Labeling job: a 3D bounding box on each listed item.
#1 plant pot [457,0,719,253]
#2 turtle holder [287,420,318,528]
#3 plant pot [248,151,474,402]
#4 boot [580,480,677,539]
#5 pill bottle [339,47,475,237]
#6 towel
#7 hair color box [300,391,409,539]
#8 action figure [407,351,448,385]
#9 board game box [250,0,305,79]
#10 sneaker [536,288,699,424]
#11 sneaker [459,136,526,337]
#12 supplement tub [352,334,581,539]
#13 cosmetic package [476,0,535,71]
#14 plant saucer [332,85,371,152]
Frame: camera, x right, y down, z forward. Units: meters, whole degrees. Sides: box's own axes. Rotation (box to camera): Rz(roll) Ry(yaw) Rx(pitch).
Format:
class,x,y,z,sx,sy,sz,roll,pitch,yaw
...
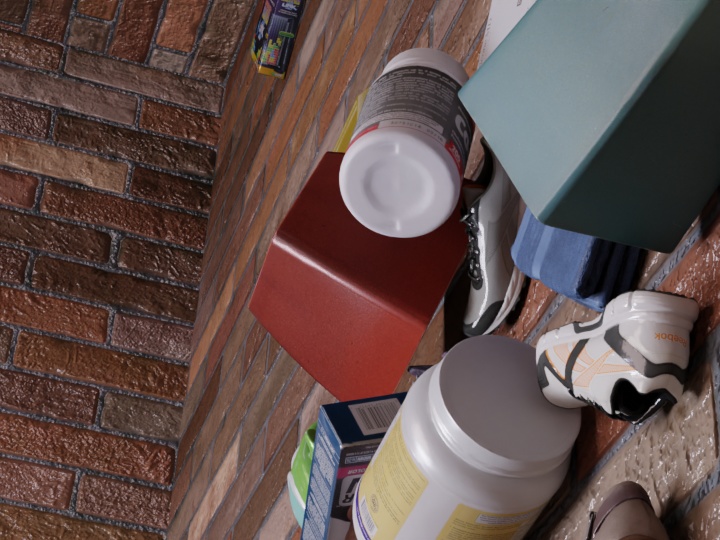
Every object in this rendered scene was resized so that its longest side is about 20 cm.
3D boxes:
class,x,y,z,sx,sy,sz,roll,pitch,yaw
plant pot,0.199,-0.140,1.183,0.200,0.141,0.142,-53,46,28
turtle holder,0.007,0.241,1.756,0.141,0.185,0.132,-43,-16,-46
plant pot,0.000,0.000,1.725,0.201,0.175,0.200,-61,-3,-38
boot,0.166,0.251,1.182,0.147,0.070,0.201,-84,14,-53
pill bottle,0.051,-0.129,1.637,0.200,0.113,0.114,-73,4,-55
towel,0.182,-0.034,1.409,0.200,0.048,0.112,-136,63,-77
hair color box,0.005,0.210,1.572,0.061,0.099,0.201,-121,31,-47
action figure,0.081,0.181,1.598,0.130,0.069,0.201,135,143,-59
board game box,-0.164,-0.479,3.339,0.200,0.056,0.167,-115,39,-70
sneaker,0.180,0.077,1.256,0.200,0.073,0.081,132,146,-66
sneaker,0.123,-0.035,1.603,0.074,0.079,0.202,-138,60,-73
supplement tub,0.087,0.162,1.408,0.201,0.144,0.146,116,162,-45
cosmetic package,0.171,-0.213,1.583,0.200,0.073,0.102,173,110,-75
plant saucer,-0.005,-0.139,2.329,0.200,0.048,0.201,117,162,-48
